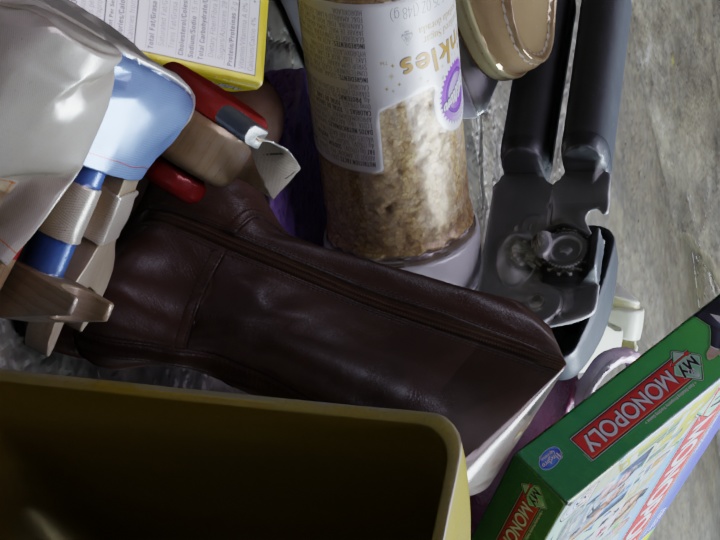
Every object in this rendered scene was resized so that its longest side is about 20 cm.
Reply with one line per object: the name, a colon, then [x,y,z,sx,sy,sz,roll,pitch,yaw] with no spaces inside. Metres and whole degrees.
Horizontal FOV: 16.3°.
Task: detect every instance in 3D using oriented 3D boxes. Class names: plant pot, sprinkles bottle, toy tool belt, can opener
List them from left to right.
toy tool belt: [-0.121,-0.032,0.849,0.123,0.125,0.200,-57,148,5]
plant pot: [-0.059,0.164,0.881,0.177,0.199,0.201,60,38,-63]
sprinkles bottle: [0.010,-0.079,1.042,0.068,0.068,0.201,-53,144,-50]
can opener: [0.090,-0.044,1.117,0.067,0.053,0.201,71,24,-48]

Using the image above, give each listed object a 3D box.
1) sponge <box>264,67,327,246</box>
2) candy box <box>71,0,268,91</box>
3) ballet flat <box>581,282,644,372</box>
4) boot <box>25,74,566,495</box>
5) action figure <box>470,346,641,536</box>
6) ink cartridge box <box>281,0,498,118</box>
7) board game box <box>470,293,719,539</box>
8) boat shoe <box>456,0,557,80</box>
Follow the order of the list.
sponge: [-0.008,0.004,1.145,0.200,0.030,0.112,47,50,-54]
candy box: [-0.076,-0.176,0.973,0.102,0.026,0.201,9,81,-38]
ballet flat: [0.106,0.033,1.323,0.200,0.075,0.068,-23,110,-62]
boot: [0.000,0.000,0.963,0.187,0.199,0.064,-55,151,-44]
action figure: [0.033,0.127,1.094,0.200,0.148,0.135,-52,136,-47]
ink cartridge box: [0.013,-0.189,1.122,0.201,0.085,0.147,64,37,-40]
board game box: [0.085,0.103,1.008,0.134,0.029,0.200,-34,158,-34]
boat shoe: [0.071,-0.181,1.073,0.071,0.064,0.201,-21,109,-62]
